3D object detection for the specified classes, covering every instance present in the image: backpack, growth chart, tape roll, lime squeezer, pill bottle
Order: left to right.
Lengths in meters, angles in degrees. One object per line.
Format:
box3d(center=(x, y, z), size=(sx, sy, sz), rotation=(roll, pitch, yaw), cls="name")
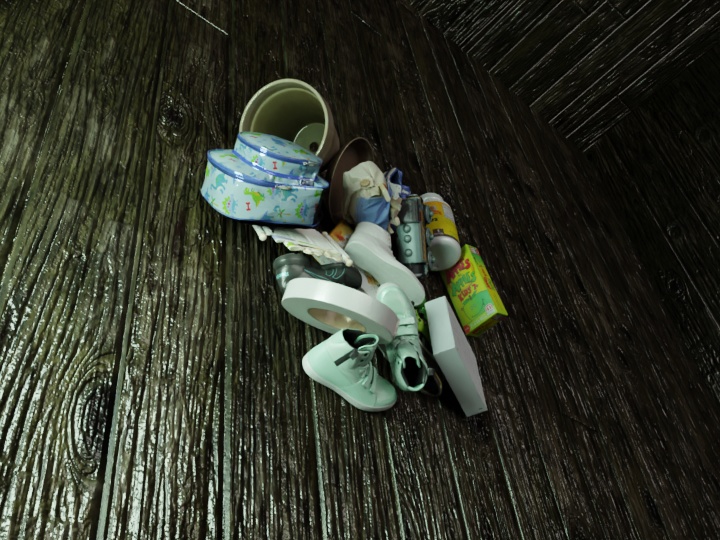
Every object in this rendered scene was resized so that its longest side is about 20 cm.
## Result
box3d(center=(-0.178, -0.168, 1.259), size=(0.199, 0.148, 0.183), rotation=(-2, 27, -37), cls="backpack")
box3d(center=(-0.116, -0.063, 1.303), size=(0.199, 0.018, 0.145), rotation=(16, 22, -28), cls="growth chart")
box3d(center=(-0.034, 0.071, 1.178), size=(0.202, 0.202, 0.037), rotation=(30, 68, -30), cls="tape roll")
box3d(center=(0.142, 0.081, 1.565), size=(0.200, 0.038, 0.071), rotation=(42, 0, -11), cls="lime squeezer")
box3d(center=(0.183, -0.102, 1.738), size=(0.109, 0.109, 0.201), rotation=(31, 35, -29), cls="pill bottle")

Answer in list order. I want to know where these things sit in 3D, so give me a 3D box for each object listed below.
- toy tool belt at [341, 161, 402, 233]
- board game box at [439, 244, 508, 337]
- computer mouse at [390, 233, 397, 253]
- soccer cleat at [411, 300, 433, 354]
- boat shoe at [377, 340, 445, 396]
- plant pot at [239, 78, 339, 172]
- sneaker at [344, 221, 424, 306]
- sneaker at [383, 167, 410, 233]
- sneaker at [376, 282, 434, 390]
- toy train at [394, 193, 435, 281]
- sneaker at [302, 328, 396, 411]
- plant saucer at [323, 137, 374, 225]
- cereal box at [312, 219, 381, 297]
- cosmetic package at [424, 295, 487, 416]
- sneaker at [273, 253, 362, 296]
box3d(center=(0.028, -0.126, 1.485), size=(0.125, 0.201, 0.123), rotation=(-32, 54, -19), cls="toy tool belt")
box3d(center=(0.269, 0.048, 1.690), size=(0.047, 0.102, 0.201), rotation=(15, 44, -43), cls="board game box")
box3d(center=(0.025, -0.117, 1.620), size=(0.200, 0.034, 0.059), rotation=(43, 31, -11), cls="computer mouse")
box3d(center=(0.105, 0.137, 1.414), size=(0.200, 0.081, 0.068), rotation=(56, 19, -36), cls="soccer cleat")
box3d(center=(0.091, 0.166, 1.349), size=(0.201, 0.072, 0.061), rotation=(42, 27, -19), cls="boat shoe")
box3d(center=(-0.128, -0.280, 1.471), size=(0.201, 0.200, 0.173), rotation=(57, 15, 14), cls="plant pot")
box3d(center=(0.062, -0.022, 1.444), size=(0.200, 0.074, 0.116), rotation=(41, 33, -15), cls="sneaker")
box3d(center=(0.085, -0.167, 1.703), size=(0.075, 0.088, 0.201), rotation=(19, 43, -44), cls="sneaker")
box3d(center=(0.081, 0.118, 1.252), size=(0.118, 0.073, 0.202), rotation=(157, -80, -82), cls="sneaker")
box3d(center=(0.117, -0.075, 1.572), size=(0.114, 0.085, 0.201), rotation=(0, 87, -70), cls="toy train")
box3d(center=(0.013, 0.170, 1.194), size=(0.200, 0.118, 0.074), rotation=(30, 35, -30), cls="sneaker")
box3d(center=(-0.031, -0.193, 1.523), size=(0.036, 0.202, 0.200), rotation=(16, 20, 24), cls="plant saucer")
box3d(center=(0.000, 0.000, 1.447), size=(0.200, 0.039, 0.144), rotation=(45, 29, -7), cls="cereal box")
box3d(center=(0.194, 0.175, 1.416), size=(0.151, 0.051, 0.201), rotation=(-96, 161, -53), cls="cosmetic package")
box3d(center=(-0.077, 0.026, 1.303), size=(0.199, 0.075, 0.080), rotation=(10, 61, -39), cls="sneaker")
